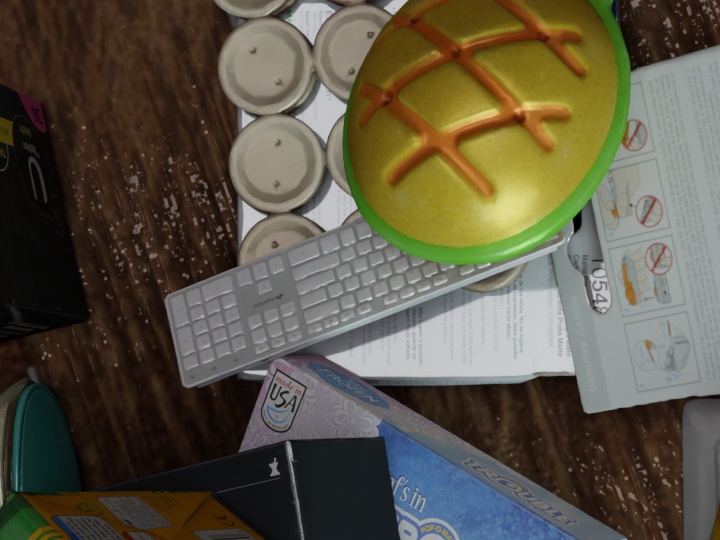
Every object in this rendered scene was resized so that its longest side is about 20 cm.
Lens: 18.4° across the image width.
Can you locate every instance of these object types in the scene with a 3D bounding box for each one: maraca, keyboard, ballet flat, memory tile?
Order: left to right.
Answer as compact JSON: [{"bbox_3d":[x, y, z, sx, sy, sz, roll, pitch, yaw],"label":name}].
[{"bbox_3d":[-0.174,0.158,1.146,0.062,0.067,0.202,-16,81,24],"label":"ballet flat"},{"bbox_3d":[0.000,0.000,1.082,0.199,0.011,0.057,-21,61,7],"label":"keyboard"},{"bbox_3d":[0.004,-0.083,1.111,0.152,0.017,0.202,-7,84,9],"label":"memory tile"},{"bbox_3d":[0.064,-0.094,1.043,0.136,0.107,0.201,10,68,19],"label":"maraca"}]

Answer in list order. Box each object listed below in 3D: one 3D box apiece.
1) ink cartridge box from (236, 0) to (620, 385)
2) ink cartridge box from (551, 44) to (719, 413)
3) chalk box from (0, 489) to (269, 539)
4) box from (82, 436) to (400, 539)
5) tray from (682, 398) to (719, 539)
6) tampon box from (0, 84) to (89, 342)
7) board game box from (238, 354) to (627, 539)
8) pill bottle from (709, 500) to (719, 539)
[{"bbox_3d":[0.036,-0.042,1.132,0.198,0.041,0.201,0,86,10],"label":"ink cartridge box"},{"bbox_3d":[0.181,-0.025,1.047,0.199,0.047,0.161,-14,86,40],"label":"ink cartridge box"},{"bbox_3d":[-0.104,0.208,0.939,0.125,0.123,0.201,33,108,39],"label":"chalk box"},{"bbox_3d":[-0.075,0.165,1.048,0.199,0.079,0.142,-16,81,37],"label":"box"},{"bbox_3d":[0.212,0.163,1.090,0.106,0.022,0.202,-1,85,10],"label":"tray"},{"bbox_3d":[-0.263,-0.014,1.131,0.198,0.150,0.127,-15,83,9],"label":"tampon box"},{"bbox_3d":[0.006,0.172,1.063,0.199,0.043,0.200,28,104,35],"label":"board game box"},{"bbox_3d":[0.207,0.160,1.025,0.108,0.109,0.202,16,88,12],"label":"pill bottle"}]
